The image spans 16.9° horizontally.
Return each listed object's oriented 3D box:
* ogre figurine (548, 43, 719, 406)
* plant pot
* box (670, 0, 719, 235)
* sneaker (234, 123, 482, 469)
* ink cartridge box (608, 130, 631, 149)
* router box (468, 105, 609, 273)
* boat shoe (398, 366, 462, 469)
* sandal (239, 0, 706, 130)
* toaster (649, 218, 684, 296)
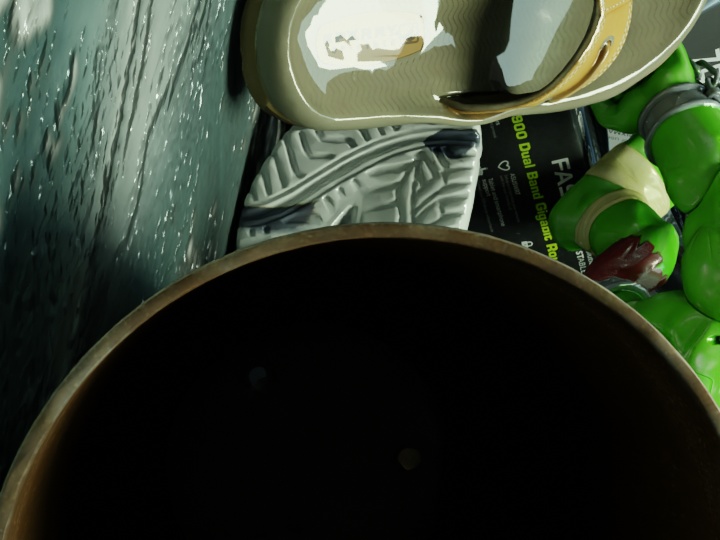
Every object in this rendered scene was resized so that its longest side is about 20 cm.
[{"bbox_3d":[0.105,0.027,0.903,0.200,0.098,0.120,-56,-144,11],"label":"ogre figurine"},{"bbox_3d":[-0.007,0.071,0.658,0.200,0.186,0.188,-138,-123,-81],"label":"plant pot"},{"bbox_3d":[0.115,-0.131,1.015,0.200,0.043,0.161,-109,180,-47],"label":"box"},{"bbox_3d":[-0.006,0.029,0.895,0.130,0.079,0.200,81,20,-73],"label":"sneaker"},{"bbox_3d":[0.085,-0.056,1.240,0.200,0.144,0.146,-73,171,-51],"label":"ink cartridge box"},{"bbox_3d":[0.058,-0.090,0.986,0.150,0.062,0.200,-89,165,-49],"label":"router box"},{"bbox_3d":[0.051,0.063,0.855,0.065,0.072,0.200,-64,157,-23],"label":"boat shoe"},{"bbox_3d":[0.052,-0.089,0.828,0.054,0.199,0.081,7,-72,55],"label":"sandal"},{"bbox_3d":[0.175,0.074,1.042,0.119,0.180,0.200,-60,-152,12],"label":"toaster"}]
